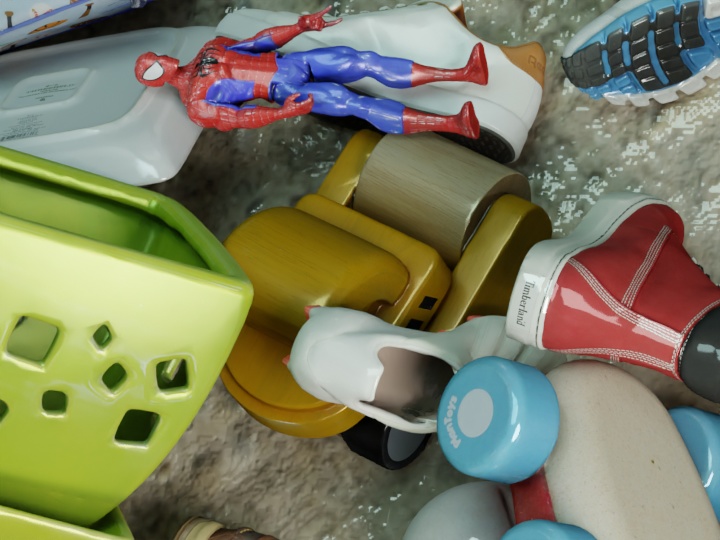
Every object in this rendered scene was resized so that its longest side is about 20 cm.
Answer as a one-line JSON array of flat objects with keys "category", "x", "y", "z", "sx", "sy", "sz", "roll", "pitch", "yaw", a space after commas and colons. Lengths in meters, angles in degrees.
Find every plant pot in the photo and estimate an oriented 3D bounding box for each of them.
[{"category": "plant pot", "x": -0.191, "y": 0.042, "z": 1.525, "sx": 0.200, "sy": 0.199, "sz": 0.182, "roll": -138, "pitch": 66, "yaw": -69}]

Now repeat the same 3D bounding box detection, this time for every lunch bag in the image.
[{"category": "lunch bag", "x": -0.203, "y": -0.174, "z": 1.778, "sx": 0.200, "sy": 0.160, "sz": 0.076, "roll": -16, "pitch": 91, "yaw": 11}]

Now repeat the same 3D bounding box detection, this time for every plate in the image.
[{"category": "plate", "x": -0.181, "y": -0.094, "z": 1.729, "sx": 0.199, "sy": 0.032, "sz": 0.200, "roll": -8, "pitch": 26, "yaw": 17}]

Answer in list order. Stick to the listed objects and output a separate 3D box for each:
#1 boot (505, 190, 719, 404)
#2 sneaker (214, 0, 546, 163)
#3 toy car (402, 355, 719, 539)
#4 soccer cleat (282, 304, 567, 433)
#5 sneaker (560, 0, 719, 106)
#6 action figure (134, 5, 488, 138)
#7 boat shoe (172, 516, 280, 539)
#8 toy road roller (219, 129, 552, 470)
[{"category": "boot", "x": 0.173, "y": 0.019, "z": 1.534, "sx": 0.144, "sy": 0.200, "sz": 0.073, "roll": 18, "pitch": 109, "yaw": 17}, {"category": "sneaker", "x": 0.016, "y": -0.128, "z": 1.719, "sx": 0.200, "sy": 0.073, "sz": 0.085, "roll": 19, "pitch": 70, "yaw": 16}, {"category": "toy car", "x": 0.088, "y": 0.162, "z": 1.515, "sx": 0.200, "sy": 0.184, "sz": 0.177, "roll": -39, "pitch": 54, "yaw": 34}, {"category": "soccer cleat", "x": 0.047, "y": 0.059, "z": 1.543, "sx": 0.078, "sy": 0.200, "sz": 0.069, "roll": 30, "pitch": 106, "yaw": 43}, {"category": "sneaker", "x": 0.199, "y": -0.167, "z": 1.672, "sx": 0.200, "sy": 0.075, "sz": 0.087, "roll": -27, "pitch": 51, "yaw": -3}, {"category": "action figure", "x": -0.031, "y": -0.109, "z": 1.652, "sx": 0.200, "sy": 0.052, "sz": 0.066, "roll": 2, "pitch": 64, "yaw": 13}, {"category": "boat shoe", "x": -0.084, "y": 0.230, "z": 1.573, "sx": 0.067, "sy": 0.072, "sz": 0.200, "roll": 6, "pitch": 68, "yaw": 22}, {"category": "toy road roller", "x": 0.000, "y": 0.000, "z": 1.611, "sx": 0.123, "sy": 0.146, "sz": 0.200, "roll": 26, "pitch": 76, "yaw": 29}]
